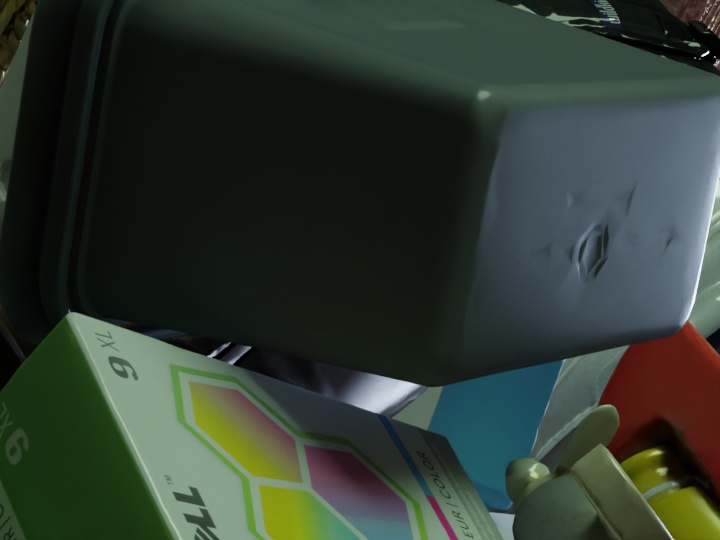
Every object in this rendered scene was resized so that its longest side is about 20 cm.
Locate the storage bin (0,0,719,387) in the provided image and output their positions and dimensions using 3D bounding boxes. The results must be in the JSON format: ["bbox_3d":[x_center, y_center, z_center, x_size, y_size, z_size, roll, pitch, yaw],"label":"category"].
[{"bbox_3d":[0.015,-0.038,0.865,0.134,0.146,0.200,16,13,29],"label":"storage bin"}]

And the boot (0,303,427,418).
[{"bbox_3d":[-0.073,0.012,0.953,0.186,0.064,0.200,40,31,-1],"label":"boot"}]

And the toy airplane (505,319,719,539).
[{"bbox_3d":[0.108,0.124,0.886,0.199,0.141,0.200,-50,119,-76],"label":"toy airplane"}]

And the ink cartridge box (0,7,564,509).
[{"bbox_3d":[-0.034,-0.015,1.118,0.200,0.146,0.147,24,-10,-23],"label":"ink cartridge box"}]

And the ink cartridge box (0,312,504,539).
[{"bbox_3d":[-0.041,0.075,0.770,0.200,0.059,0.104,21,28,-42],"label":"ink cartridge box"}]

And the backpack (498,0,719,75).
[{"bbox_3d":[0.040,-0.078,1.297,0.200,0.154,0.163,8,35,-44],"label":"backpack"}]

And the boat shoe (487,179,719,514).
[{"bbox_3d":[0.119,0.046,1.269,0.069,0.200,0.072,39,-25,18],"label":"boat shoe"}]

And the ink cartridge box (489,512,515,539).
[{"bbox_3d":[0.066,0.122,1.059,0.099,0.039,0.200,31,6,25],"label":"ink cartridge box"}]

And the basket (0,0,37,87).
[{"bbox_3d":[-0.210,-0.142,1.309,0.149,0.200,0.143,29,7,-11],"label":"basket"}]

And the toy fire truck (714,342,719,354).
[{"bbox_3d":[0.197,0.133,1.317,0.200,0.112,0.168,24,31,-22],"label":"toy fire truck"}]
